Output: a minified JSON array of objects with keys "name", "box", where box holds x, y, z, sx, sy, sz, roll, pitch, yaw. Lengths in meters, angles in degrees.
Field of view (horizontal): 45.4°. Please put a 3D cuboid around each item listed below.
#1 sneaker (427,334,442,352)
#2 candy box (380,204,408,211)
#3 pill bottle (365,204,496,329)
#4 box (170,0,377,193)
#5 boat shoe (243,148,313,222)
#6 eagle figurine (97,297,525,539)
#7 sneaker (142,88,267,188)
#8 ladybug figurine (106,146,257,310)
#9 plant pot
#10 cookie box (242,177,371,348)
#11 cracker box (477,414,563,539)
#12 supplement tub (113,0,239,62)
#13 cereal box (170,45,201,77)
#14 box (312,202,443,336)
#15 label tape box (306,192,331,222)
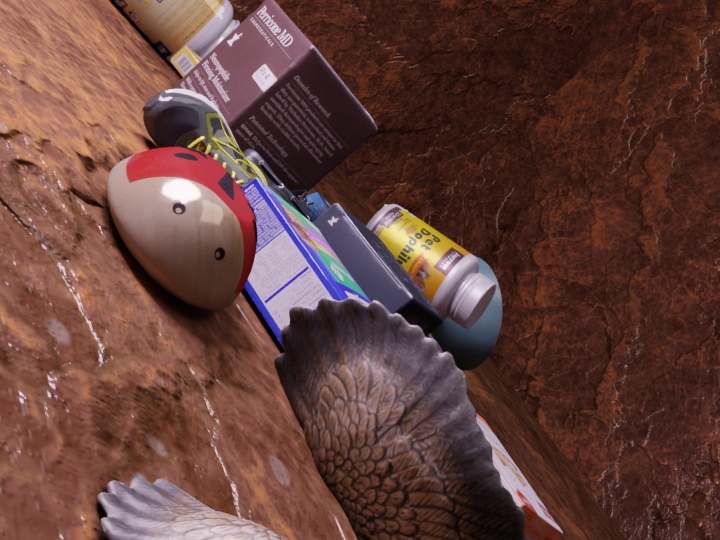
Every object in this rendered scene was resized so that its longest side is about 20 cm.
[{"name":"sneaker","box":[0.084,0.123,1.259,0.200,0.072,0.115,43,14,-39]},{"name":"candy box","box":[0.062,0.003,1.414,0.055,0.116,0.201,10,40,-34]},{"name":"pill bottle","box":[0.096,-0.002,1.253,0.199,0.110,0.109,35,1,19]},{"name":"box","box":[-0.120,-0.208,1.132,0.164,0.200,0.166,43,8,-45]},{"name":"boat shoe","box":[-0.094,-0.081,1.088,0.074,0.067,0.199,7,-26,50]},{"name":"eagle figurine","box":[0.002,0.132,0.381,0.201,0.150,0.152,59,14,-16]},{"name":"sneaker","box":[-0.152,-0.113,0.923,0.200,0.074,0.085,45,9,-44]},{"name":"ladybug figurine","box":[-0.130,-0.043,0.672,0.136,0.072,0.200,48,7,-20]},{"name":"plant pot","box":[0.127,0.069,1.476,0.133,0.202,0.201,5,33,-31]},{"name":"cookie box","box":[-0.045,0.027,0.855,0.201,0.075,0.171,54,6,24]},{"name":"cracker box","box":[0.159,0.251,1.084,0.134,0.058,0.201,43,10,-47]},{"name":"supplement tub","box":[-0.299,-0.431,1.413,0.200,0.144,0.145,47,7,-25]},{"name":"cereal box","box":[-0.208,-0.260,1.351,0.144,0.039,0.200,51,6,10]},{"name":"box","box":[0.003,0.027,1.057,0.149,0.107,0.200,52,6,19]},{"name":"label tape box","box":[-0.046,-0.050,1.359,0.200,0.066,0.144,47,7,-42]}]
